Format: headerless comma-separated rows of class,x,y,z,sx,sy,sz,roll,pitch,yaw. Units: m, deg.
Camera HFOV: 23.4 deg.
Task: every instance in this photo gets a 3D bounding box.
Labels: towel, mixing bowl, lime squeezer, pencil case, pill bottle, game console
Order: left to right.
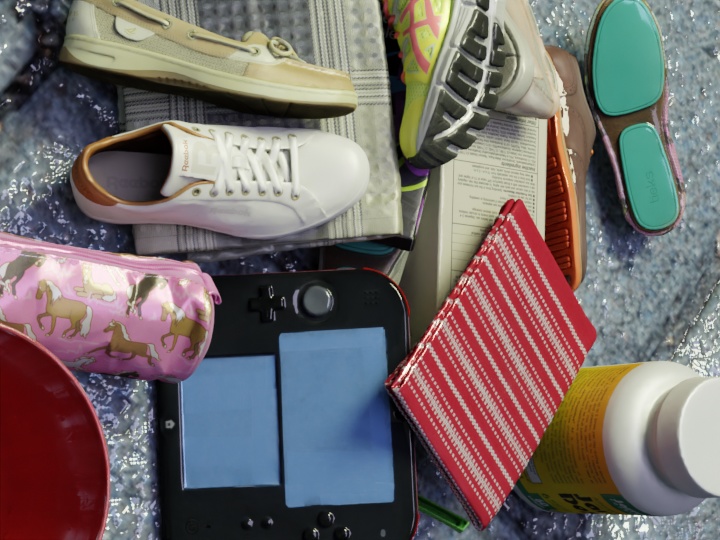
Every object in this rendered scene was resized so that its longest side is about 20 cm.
mixing bowl,-0.262,0.132,1.049,0.199,0.108,0.202,4,82,-31
pencil case,-0.193,0.020,1.113,0.199,0.086,0.083,11,71,-27
towel,-0.072,-0.108,1.199,0.191,0.035,0.202,-4,82,-6
game console,-0.051,0.102,1.186,0.175,0.031,0.202,-2,84,-2
lime squeezer,-0.014,0.129,1.234,0.200,0.071,0.038,40,82,2
towel,0.097,0.063,1.232,0.145,0.022,0.200,57,50,-28
pill bottle,0.200,0.125,1.288,0.112,0.200,0.114,4,82,-32

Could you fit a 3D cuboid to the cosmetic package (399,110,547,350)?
cosmetic package,0.080,-0.030,1.306,0.105,0.071,0.202,9,80,-32

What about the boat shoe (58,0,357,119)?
boat shoe,-0.097,-0.145,1.150,0.199,0.073,0.064,11,86,4

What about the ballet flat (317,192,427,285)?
ballet flat,0.000,0.000,1.262,0.067,0.064,0.201,15,73,11

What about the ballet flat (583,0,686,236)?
ballet flat,0.220,-0.127,1.410,0.069,0.071,0.201,-13,101,3

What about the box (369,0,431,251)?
box,-0.009,-0.127,1.244,0.142,0.036,0.201,13,74,2

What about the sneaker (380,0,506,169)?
sneaker,0.051,-0.169,1.210,0.078,0.090,0.201,25,76,-60

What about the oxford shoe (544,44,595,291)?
oxford shoe,0.161,-0.081,1.366,0.072,0.071,0.202,-4,87,-38

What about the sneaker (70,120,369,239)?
sneaker,-0.089,-0.060,1.132,0.198,0.085,0.073,-5,81,-7

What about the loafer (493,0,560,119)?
loafer,0.098,-0.192,1.311,0.063,0.072,0.201,23,40,-41
